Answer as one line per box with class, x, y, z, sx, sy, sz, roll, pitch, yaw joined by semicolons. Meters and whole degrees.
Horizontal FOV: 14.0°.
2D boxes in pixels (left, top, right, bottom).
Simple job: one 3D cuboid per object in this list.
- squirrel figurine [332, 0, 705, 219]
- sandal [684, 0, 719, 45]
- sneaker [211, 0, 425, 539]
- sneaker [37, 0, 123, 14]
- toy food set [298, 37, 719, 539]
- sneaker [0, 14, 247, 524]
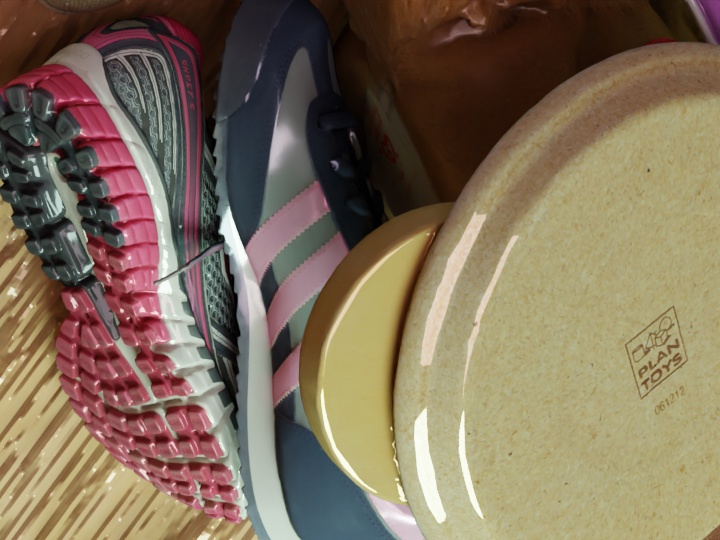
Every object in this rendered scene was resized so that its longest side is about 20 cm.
squirrel figurine;0.088;-0.090;1.024;0.186;0.142;0.200;-23;121;-18
sandal;0.112;-0.125;0.928;0.082;0.050;0.203;-35;120;18
sneaker;0.000;0.000;1.006;0.082;0.070;0.200;-1;103;24
sneaker;-0.033;-0.156;0.981;0.200;0.076;0.070;-41;120;-1
toy food set;0.081;0.021;0.956;0.200;0.049;0.198;-50;133;-13
sneaker;-0.065;0.005;1.040;0.075;0.081;0.200;-39;132;-34
